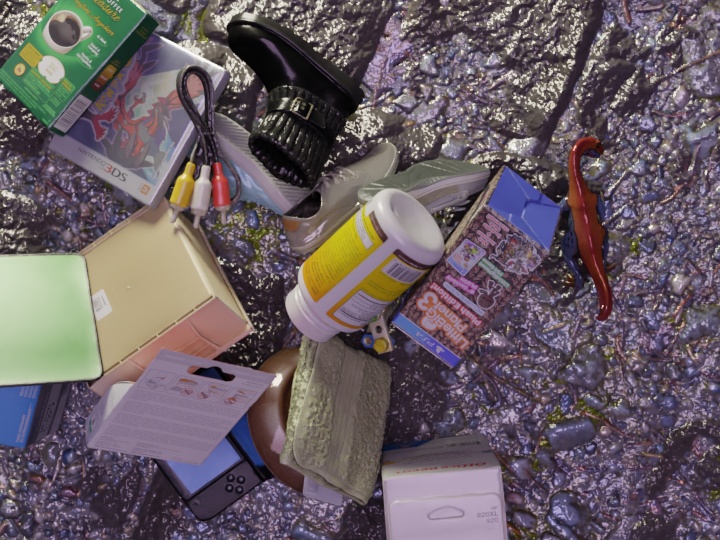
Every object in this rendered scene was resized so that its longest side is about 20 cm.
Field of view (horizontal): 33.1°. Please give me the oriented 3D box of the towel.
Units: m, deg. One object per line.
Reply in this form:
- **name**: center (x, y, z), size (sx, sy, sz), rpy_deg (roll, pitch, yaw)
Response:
- **towel**: center (-0.025, 0.180, 1.516), size (0.148, 0.036, 0.201), rpy_deg (31, 53, -29)

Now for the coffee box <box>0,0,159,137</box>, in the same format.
- **coffee box**: center (-0.368, -0.286, 1.572), size (0.123, 0.044, 0.200), rpy_deg (41, 93, 20)

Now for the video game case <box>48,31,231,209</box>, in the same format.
- **video game case**: center (-0.288, -0.206, 1.564), size (0.182, 0.023, 0.201), rpy_deg (29, 89, 21)

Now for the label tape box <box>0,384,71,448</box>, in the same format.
- **label tape box**: center (-0.425, 0.146, 1.538), size (0.063, 0.200, 0.145), rpy_deg (16, 94, 4)

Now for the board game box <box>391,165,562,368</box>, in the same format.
- **board game box**: center (0.148, -0.007, 1.508), size (0.097, 0.160, 0.200), rpy_deg (36, 116, -1)

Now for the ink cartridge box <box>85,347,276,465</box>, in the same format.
- **ink cartridge box**: center (-0.220, 0.155, 1.467), size (0.160, 0.050, 0.200), rpy_deg (16, 128, -32)

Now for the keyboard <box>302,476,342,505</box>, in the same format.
- **keyboard**: center (-0.038, 0.195, 1.531), size (0.056, 0.011, 0.201), rpy_deg (25, 55, -31)

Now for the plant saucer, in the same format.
- **plant saucer**: center (-0.051, 0.188, 1.553), size (0.201, 0.200, 0.037), rpy_deg (54, 137, -2)

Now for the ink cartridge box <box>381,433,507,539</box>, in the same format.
- **ink cartridge box**: center (0.104, 0.304, 1.540), size (0.146, 0.200, 0.145), rpy_deg (-6, 93, 2)

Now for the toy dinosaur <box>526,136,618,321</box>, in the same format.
- **toy dinosaur**: center (0.298, -0.070, 1.545), size (0.105, 0.200, 0.182), rpy_deg (-16, 125, -13)

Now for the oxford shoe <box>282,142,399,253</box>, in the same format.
- **oxford shoe**: center (-0.025, -0.104, 1.553), size (0.200, 0.075, 0.058), rpy_deg (-44, 120, -21)

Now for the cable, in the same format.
- **cable**: center (-0.188, -0.153, 1.511), size (0.097, 0.050, 0.201), rpy_deg (0, 103, -22)

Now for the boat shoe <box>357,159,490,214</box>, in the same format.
- **boat shoe**: center (0.083, -0.094, 1.553), size (0.201, 0.074, 0.065), rpy_deg (-22, 122, -34)

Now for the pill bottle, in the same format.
- **pill bottle**: center (0.000, 0.000, 1.467), size (0.109, 0.109, 0.200), rpy_deg (47, 118, -2)

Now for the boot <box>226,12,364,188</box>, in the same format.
- **boot**: center (-0.110, -0.219, 1.540), size (0.211, 0.079, 0.158), rpy_deg (34, 66, -2)

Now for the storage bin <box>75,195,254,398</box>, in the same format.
- **storage bin**: center (-0.271, 0.042, 1.532), size (0.198, 0.094, 0.200), rpy_deg (-35, 53, 4)

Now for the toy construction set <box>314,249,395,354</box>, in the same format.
- **toy construction set**: center (0.000, 0.002, 1.577), size (0.131, 0.092, 0.201), rpy_deg (10, 86, 23)

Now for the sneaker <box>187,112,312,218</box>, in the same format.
- **sneaker**: center (-0.144, -0.118, 1.594), size (0.200, 0.074, 0.082), rpy_deg (43, 123, -6)

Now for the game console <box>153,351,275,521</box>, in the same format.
- **game console**: center (-0.205, 0.218, 1.582), size (0.172, 0.119, 0.200), rpy_deg (-36, 92, 3)

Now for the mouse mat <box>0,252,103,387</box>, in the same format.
- **mouse mat**: center (-0.402, 0.057, 1.463), size (0.160, 0.008, 0.201), rpy_deg (-2, 50, -21)
